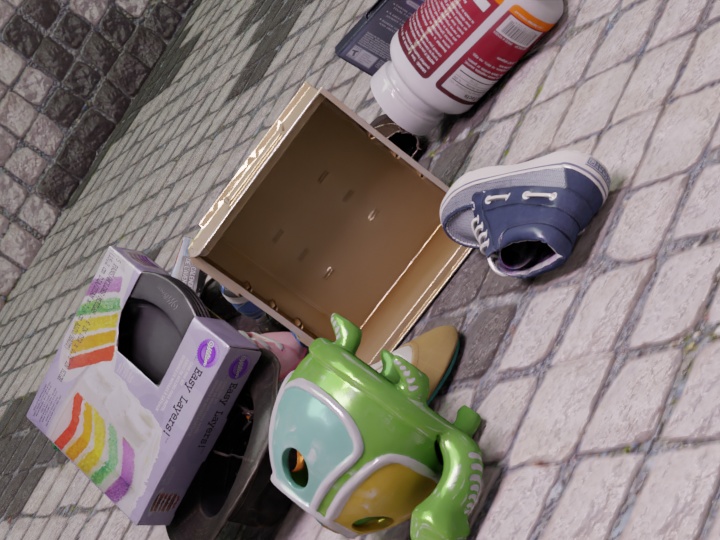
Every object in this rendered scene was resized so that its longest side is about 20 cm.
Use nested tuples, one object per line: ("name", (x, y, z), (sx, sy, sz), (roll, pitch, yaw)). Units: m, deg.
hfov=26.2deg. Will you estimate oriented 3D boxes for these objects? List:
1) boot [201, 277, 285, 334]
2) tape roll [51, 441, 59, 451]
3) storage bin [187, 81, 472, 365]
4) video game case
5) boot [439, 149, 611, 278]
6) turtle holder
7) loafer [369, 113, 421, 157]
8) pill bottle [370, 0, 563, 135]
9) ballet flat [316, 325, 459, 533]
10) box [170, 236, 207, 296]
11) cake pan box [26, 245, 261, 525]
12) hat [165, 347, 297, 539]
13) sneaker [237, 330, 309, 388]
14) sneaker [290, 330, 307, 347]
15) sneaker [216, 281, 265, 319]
("boot", (-0.108, 0.032, 1.742), (0.174, 0.069, 0.200), (-39, 27, 24))
("tape roll", (-0.229, 0.136, 1.616), (0.199, 0.048, 0.200), (-18, -11, -4))
("storage bin", (-0.025, -0.034, 1.414), (0.199, 0.200, 0.094), (-52, 17, 5))
("video game case", (0.089, -0.270, 1.651), (0.200, 0.142, 0.019), (-45, 38, 27))
("boot", (0.115, -0.035, 1.271), (0.200, 0.073, 0.091), (-22, 31, 57))
("turtle holder", (0.016, 0.135, 1.154), (0.132, 0.185, 0.141), (-54, -14, -3))
("loafer", (-0.008, -0.088, 1.664), (0.200, 0.073, 0.071), (-55, 19, -7))
("pill bottle", (0.104, -0.236, 1.595), (0.200, 0.113, 0.113), (-44, 21, 28))
("ballet flat", (0.014, 0.117, 1.267), (0.201, 0.063, 0.069), (-60, 20, -18))
("box", (-0.210, 0.057, 1.729), (0.200, 0.040, 0.138), (129, 158, -70))
("cake pan box", (-0.200, 0.101, 1.417), (0.184, 0.052, 0.201), (37, 105, 31))
("hat", (-0.096, 0.175, 1.399), (0.201, 0.081, 0.201), (-46, 30, 36))
("sneaker", (-0.129, 0.077, 1.514), (0.200, 0.105, 0.075), (-24, 28, -39))
("sneaker", (0.000, 0.000, 1.526), (0.200, 0.066, 0.079), (-45, 33, 25))
("sneaker", (-0.055, -0.018, 1.615), (0.199, 0.077, 0.076), (-27, 55, -6))
